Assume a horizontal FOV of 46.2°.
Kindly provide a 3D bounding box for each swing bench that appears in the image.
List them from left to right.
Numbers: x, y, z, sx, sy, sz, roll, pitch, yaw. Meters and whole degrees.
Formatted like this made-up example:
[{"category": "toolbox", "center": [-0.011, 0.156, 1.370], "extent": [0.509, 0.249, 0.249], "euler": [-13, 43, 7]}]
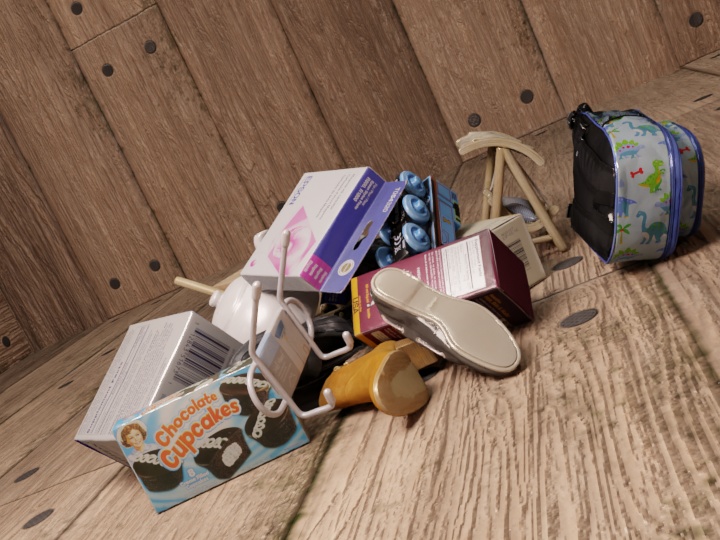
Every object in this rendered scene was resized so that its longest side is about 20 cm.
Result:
[{"category": "swing bench", "center": [0.237, -0.130, 1.356], "extent": [0.129, 0.201, 0.199], "euler": [-14, 11, 8]}]

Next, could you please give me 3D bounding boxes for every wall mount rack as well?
[{"category": "wall mount rack", "center": [-0.080, 0.063, 0.957], "extent": [0.074, 0.174, 0.200], "euler": [-24, 22, 23]}]

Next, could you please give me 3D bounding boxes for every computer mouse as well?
[{"category": "computer mouse", "center": [0.000, 0.000, 1.246], "extent": [0.140, 0.046, 0.200], "euler": [7, 23, 9]}]

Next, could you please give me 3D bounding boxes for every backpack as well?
[{"category": "backpack", "center": [0.349, -0.107, 1.064], "extent": [0.146, 0.184, 0.200], "euler": [-4, 22, 4]}]

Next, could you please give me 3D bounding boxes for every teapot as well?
[{"category": "teapot", "center": [-0.164, 0.079, 1.285], "extent": [0.198, 0.146, 0.200], "euler": [-52, 15, 46]}]

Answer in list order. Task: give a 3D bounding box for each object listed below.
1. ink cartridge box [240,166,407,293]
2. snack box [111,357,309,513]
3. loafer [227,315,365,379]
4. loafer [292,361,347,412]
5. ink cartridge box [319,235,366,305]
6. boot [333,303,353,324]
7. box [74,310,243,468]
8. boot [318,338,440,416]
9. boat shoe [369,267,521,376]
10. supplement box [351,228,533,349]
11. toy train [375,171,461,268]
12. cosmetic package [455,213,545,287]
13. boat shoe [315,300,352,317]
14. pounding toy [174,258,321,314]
[{"category": "ink cartridge box", "center": [-0.055, -0.059, 1.176], "extent": [0.200, 0.043, 0.197], "euler": [0, 52, 49]}, {"category": "snack box", "center": [-0.173, 0.188, 0.988], "extent": [0.199, 0.116, 0.037], "euler": [-26, 11, 0]}, {"category": "loafer", "center": [-0.078, 0.105, 1.066], "extent": [0.070, 0.068, 0.200], "euler": [23, 28, 39]}, {"category": "loafer", "center": [-0.096, 0.156, 1.096], "extent": [0.200, 0.072, 0.073], "euler": [-33, 12, -36]}, {"category": "ink cartridge box", "center": [-0.025, -0.003, 1.359], "extent": [0.039, 0.100, 0.200], "euler": [9, 9, 7]}, {"category": "boot", "center": [0.041, 0.062, 1.254], "extent": [0.150, 0.073, 0.200], "euler": [-27, 10, -2]}, {"category": "box", "center": [-0.270, 0.168, 1.143], "extent": [0.200, 0.105, 0.184], "euler": [-13, 49, 50]}, {"category": "boot", "center": [0.008, 0.138, 0.980], "extent": [0.144, 0.071, 0.201], "euler": [-28, 4, 24]}, {"category": "boat shoe", "center": [0.095, 0.064, 0.957], "extent": [0.200, 0.057, 0.067], "euler": [32, 61, 27]}, {"category": "supplement box", "center": [0.100, 0.036, 1.057], "extent": [0.199, 0.086, 0.110], "euler": [-21, -34, 26]}, {"category": "toy train", "center": [0.084, -0.053, 1.175], "extent": [0.087, 0.114, 0.200], "euler": [-42, 33, 35]}, {"category": "cosmetic package", "center": [0.169, -0.015, 1.250], "extent": [0.073, 0.104, 0.200], "euler": [-28, 11, -26]}, {"category": "boat shoe", "center": [-0.031, 0.069, 1.420], "extent": [0.071, 0.065, 0.200], "euler": [-19, 11, 33]}, {"category": "pounding toy", "center": [-0.181, 0.057, 1.464], "extent": [0.184, 0.201, 0.142], "euler": [-17, 13, 43]}]
